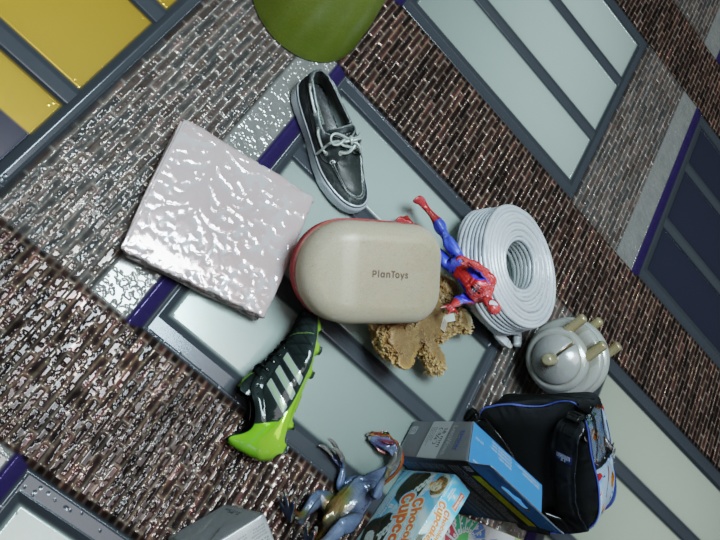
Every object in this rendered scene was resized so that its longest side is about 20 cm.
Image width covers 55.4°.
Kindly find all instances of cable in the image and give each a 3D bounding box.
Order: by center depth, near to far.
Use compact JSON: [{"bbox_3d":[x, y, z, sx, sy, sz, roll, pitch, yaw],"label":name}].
[{"bbox_3d":[0.225,-0.002,1.054,0.200,0.069,0.201,37,56,-33],"label":"cable"}]

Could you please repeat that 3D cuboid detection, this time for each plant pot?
[{"bbox_3d":[-0.025,-0.414,0.929,0.186,0.199,0.189,7,76,-31],"label":"plant pot"}]

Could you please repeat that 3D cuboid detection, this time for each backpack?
[{"bbox_3d":[0.275,0.273,0.988,0.153,0.199,0.192,-4,84,-46],"label":"backpack"}]

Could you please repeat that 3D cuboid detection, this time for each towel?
[{"bbox_3d":[-0.173,-0.061,0.858,0.199,0.032,0.192,30,66,-23],"label":"towel"}]

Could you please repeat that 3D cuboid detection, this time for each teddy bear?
[{"bbox_3d":[0.086,0.076,0.980,0.146,0.067,0.200,56,50,-15],"label":"teddy bear"}]

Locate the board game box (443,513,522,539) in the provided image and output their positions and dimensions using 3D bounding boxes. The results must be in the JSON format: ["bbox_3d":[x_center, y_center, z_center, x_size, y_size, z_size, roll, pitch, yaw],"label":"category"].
[{"bbox_3d":[0.157,0.402,0.961,0.199,0.030,0.096,30,74,-26],"label":"board game box"}]

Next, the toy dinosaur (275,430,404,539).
[{"bbox_3d":[-0.017,0.284,0.877,0.181,0.105,0.202,-8,121,-46],"label":"toy dinosaur"}]

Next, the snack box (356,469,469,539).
[{"bbox_3d":[0.043,0.340,0.854,0.037,0.116,0.200,49,59,-13],"label":"snack box"}]

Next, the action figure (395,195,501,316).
[{"bbox_3d":[0.118,-0.013,0.955,0.200,0.065,0.099,50,26,16],"label":"action figure"}]

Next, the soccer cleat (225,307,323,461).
[{"bbox_3d":[-0.103,0.130,0.843,0.080,0.068,0.201,23,68,-13],"label":"soccer cleat"}]

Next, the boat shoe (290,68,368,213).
[{"bbox_3d":[-0.031,-0.179,0.951,0.073,0.068,0.201,-18,89,-33],"label":"boat shoe"}]

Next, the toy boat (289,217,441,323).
[{"bbox_3d":[0.000,0.000,0.895,0.198,0.130,0.132,3,91,-27],"label":"toy boat"}]

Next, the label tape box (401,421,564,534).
[{"bbox_3d":[0.160,0.264,0.894,0.144,0.200,0.063,44,61,-17],"label":"label tape box"}]

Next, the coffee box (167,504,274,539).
[{"bbox_3d":[-0.123,0.370,0.745,0.079,0.114,0.202,-22,91,-34],"label":"coffee box"}]

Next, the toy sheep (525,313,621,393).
[{"bbox_3d":[0.321,0.133,1.060,0.199,0.137,0.139,16,70,-52],"label":"toy sheep"}]
